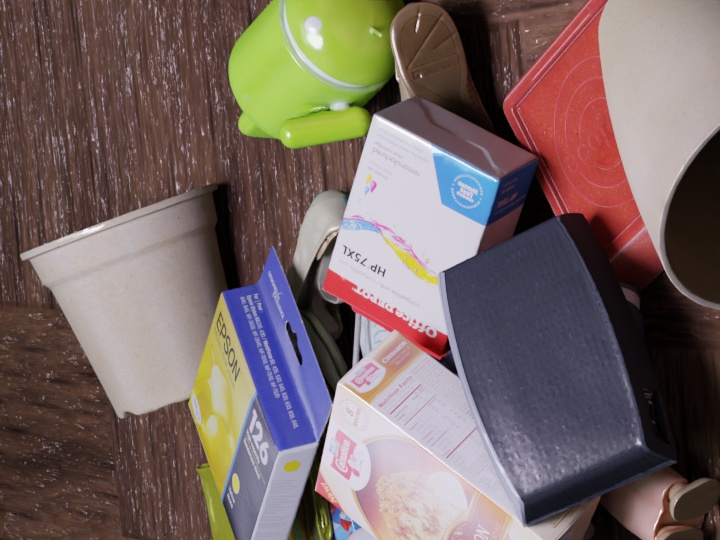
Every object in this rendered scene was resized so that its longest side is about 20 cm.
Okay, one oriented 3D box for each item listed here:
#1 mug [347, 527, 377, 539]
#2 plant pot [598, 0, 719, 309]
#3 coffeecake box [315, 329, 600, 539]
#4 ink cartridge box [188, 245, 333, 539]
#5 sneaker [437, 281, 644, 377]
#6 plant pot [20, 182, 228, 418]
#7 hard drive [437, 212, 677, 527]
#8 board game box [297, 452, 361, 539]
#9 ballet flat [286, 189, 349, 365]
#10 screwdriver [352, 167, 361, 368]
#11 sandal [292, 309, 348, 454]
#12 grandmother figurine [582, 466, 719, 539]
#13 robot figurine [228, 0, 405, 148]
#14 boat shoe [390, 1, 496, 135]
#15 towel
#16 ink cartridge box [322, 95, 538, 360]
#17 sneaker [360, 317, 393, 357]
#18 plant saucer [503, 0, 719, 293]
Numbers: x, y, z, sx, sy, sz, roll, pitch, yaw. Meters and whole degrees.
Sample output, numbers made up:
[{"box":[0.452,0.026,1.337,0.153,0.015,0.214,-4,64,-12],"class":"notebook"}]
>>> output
[{"box":[0.064,0.295,1.602,0.199,0.148,0.176,-13,70,24],"class":"mug"},{"box":[0.235,-0.110,1.253,0.200,0.187,0.188,-116,36,-45],"class":"plant pot"},{"box":[0.070,0.165,1.482,0.200,0.073,0.154,37,146,19],"class":"coffeecake box"},{"box":[-0.091,0.117,1.712,0.198,0.047,0.200,-113,29,-43],"class":"ink cartridge box"},{"box":[0.125,0.081,1.461,0.200,0.070,0.082,-32,46,35],"class":"sneaker"},{"box":[-0.200,0.035,1.889,0.200,0.200,0.184,-16,96,55],"class":"plant pot"},{"box":[0.132,0.065,1.390,0.135,0.042,0.200,-25,65,16],"class":"hard drive"},{"box":[-0.030,0.265,1.788,0.200,0.056,0.196,-31,72,53],"class":"board game box"},{"box":[-0.039,0.024,1.741,0.069,0.069,0.200,46,133,40],"class":"ballet flat"},{"box":[0.000,0.000,1.649,0.029,0.028,0.201,62,-151,-58],"class":"screwdriver"},{"box":[-0.018,0.126,1.668,0.201,0.057,0.080,61,174,28],"class":"sandal"},{"box":[0.180,0.144,1.470,0.200,0.060,0.122,40,112,47],"class":"grandmother figurine"},{"box":[-0.035,-0.182,1.647,0.200,0.115,0.176,-39,54,51],"class":"robot figurine"},{"box":[0.070,-0.117,1.567,0.065,0.071,0.201,-98,-3,-80],"class":"boat shoe"},{"box":[-0.091,0.212,1.798,0.200,0.018,0.086,-15,84,55],"class":"towel"},{"box":[0.047,-0.018,1.512,0.116,0.067,0.200,29,121,21],"class":"ink cartridge box"},{"box":[0.032,0.039,1.642,0.080,0.070,0.201,42,130,46],"class":"sneaker"},{"box":[0.185,-0.102,1.424,0.200,0.037,0.200,-49,57,47],"class":"plant saucer"}]
